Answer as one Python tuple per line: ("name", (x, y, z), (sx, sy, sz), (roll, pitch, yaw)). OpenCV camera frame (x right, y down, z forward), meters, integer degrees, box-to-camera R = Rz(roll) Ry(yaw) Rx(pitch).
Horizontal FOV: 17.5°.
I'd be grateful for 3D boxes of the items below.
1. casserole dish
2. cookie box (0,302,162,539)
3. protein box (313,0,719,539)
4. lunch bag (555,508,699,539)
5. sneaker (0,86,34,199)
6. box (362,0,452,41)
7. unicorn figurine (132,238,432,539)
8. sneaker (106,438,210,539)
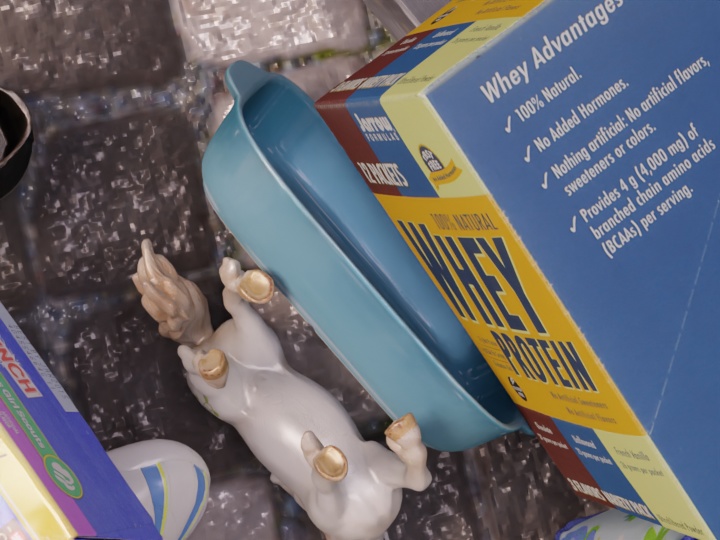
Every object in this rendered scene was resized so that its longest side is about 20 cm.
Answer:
("casserole dish", (0.000, 0.000, 0.979), (0.039, 0.121, 0.200), (-38, 96, 16))
("cookie box", (-0.203, 0.093, 0.864), (0.200, 0.075, 0.171), (-41, 73, 11))
("protein box", (0.130, -0.040, 0.906), (0.198, 0.135, 0.200), (-37, 102, -13))
("lunch bag", (0.185, 0.179, 0.968), (0.127, 0.170, 0.201), (-20, 88, -12))
("sneaker", (-0.226, -0.032, 0.936), (0.199, 0.106, 0.075), (-25, 91, -11))
("box", (0.124, -0.131, 1.040), (0.200, 0.048, 0.159), (-42, 94, -11))
("unicorn figurine", (-0.022, 0.078, 0.969), (0.074, 0.137, 0.200), (-24, 73, -13))
("sneaker", (-0.122, 0.162, 0.941), (0.200, 0.076, 0.105), (-43, 51, -1))
